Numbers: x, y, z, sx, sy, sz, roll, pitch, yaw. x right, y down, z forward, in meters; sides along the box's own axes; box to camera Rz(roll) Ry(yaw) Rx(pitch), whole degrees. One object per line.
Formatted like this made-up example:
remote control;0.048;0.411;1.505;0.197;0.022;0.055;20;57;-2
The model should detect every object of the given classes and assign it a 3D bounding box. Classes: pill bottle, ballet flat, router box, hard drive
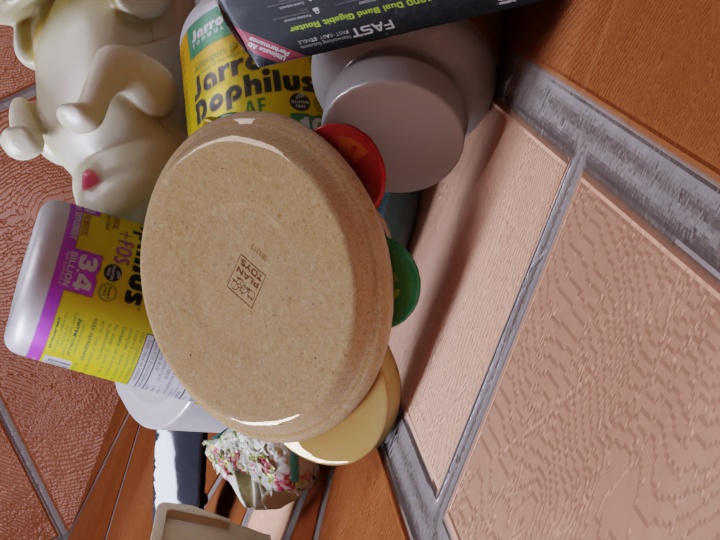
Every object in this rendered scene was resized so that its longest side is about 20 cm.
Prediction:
pill bottle;-0.057;-0.116;1.387;0.113;0.112;0.201;122;146;-54
pill bottle;0.030;-0.142;1.303;0.200;0.112;0.113;-79;13;-47
ballet flat;-0.066;0.131;1.455;0.200;0.075;0.064;131;133;-78
pill bottle;-0.125;0.029;1.407;0.104;0.199;0.105;-164;90;-79
router box;0.026;-0.205;1.229;0.150;0.199;0.062;-78;-32;-41
hard drive;-0.147;0.139;1.795;0.135;0.042;0.201;-92;6;-68

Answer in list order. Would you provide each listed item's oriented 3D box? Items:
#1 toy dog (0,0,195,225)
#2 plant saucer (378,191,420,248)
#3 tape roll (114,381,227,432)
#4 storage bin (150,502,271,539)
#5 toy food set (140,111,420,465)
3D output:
toy dog;-0.165;-0.109;1.475;0.194;0.139;0.201;3;-112;-62
plant saucer;0.000;0.000;1.459;0.200;0.027;0.201;-159;90;-82
tape roll;-0.115;0.018;1.570;0.202;0.071;0.203;-19;68;58
storage bin;-0.133;0.290;1.421;0.199;0.093;0.200;-85;17;-59
toy food set;-0.050;0.003;1.245;0.049;0.200;0.199;-12;-61;-49
